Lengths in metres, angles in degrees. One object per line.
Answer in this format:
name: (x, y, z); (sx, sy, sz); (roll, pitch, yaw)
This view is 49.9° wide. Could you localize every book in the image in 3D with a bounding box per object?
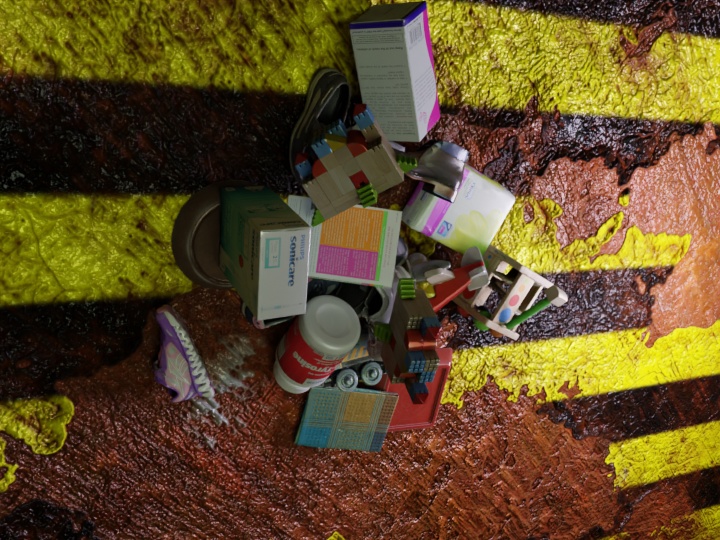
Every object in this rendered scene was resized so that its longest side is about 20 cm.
book: (-0.036, -0.048, 1.338); (0.197, 0.048, 0.135); (9, 84, -5)

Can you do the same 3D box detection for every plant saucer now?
plant saucer: (-0.220, -0.053, 1.318); (0.198, 0.034, 0.203); (-12, 119, -23)
plant saucer: (0.104, 0.266, 1.662); (0.198, 0.037, 0.202); (1, 113, -29)

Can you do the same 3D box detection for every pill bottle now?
pill bottle: (-0.087, 0.141, 1.400); (0.111, 0.113, 0.200); (0, 147, -29)

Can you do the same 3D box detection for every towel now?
towel: (-0.030, 0.304, 1.590); (0.198, 0.022, 0.148); (10, 111, -23)

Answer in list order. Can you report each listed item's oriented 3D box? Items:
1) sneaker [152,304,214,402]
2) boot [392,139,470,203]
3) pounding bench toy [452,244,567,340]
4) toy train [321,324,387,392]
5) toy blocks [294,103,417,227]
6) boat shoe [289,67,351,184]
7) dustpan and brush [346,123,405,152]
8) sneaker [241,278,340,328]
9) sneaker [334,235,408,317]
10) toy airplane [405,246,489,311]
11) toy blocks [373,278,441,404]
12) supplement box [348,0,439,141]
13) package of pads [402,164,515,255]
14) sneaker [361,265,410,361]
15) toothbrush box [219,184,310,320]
sneaker: (-0.323, 0.154, 1.339); (0.088, 0.081, 0.202); (-21, 124, -10)
boot: (0.104, -0.203, 1.358); (0.199, 0.075, 0.098); (26, 91, -30)
pounding bench toy: (0.301, 0.064, 1.564); (0.124, 0.200, 0.157); (25, 100, -42)
toy train: (0.006, 0.165, 1.526); (0.198, 0.085, 0.115); (-13, 97, -20)
toy blocks: (-0.027, -0.177, 1.249); (0.198, 0.100, 0.137); (-26, 120, 17)
boat shoe: (-0.066, -0.233, 1.289); (0.074, 0.073, 0.202); (2, 112, -30)
dustpan and brush: (-0.016, -0.151, 1.381); (0.139, 0.057, 0.202); (17, 98, -42)
sneaker: (-0.112, 0.053, 1.402); (0.198, 0.082, 0.071); (-26, 121, -17)
sneaker: (0.000, 0.000, 1.429); (0.201, 0.075, 0.106); (-52, 149, -8)
toy airplane: (0.147, 0.017, 1.477); (0.198, 0.142, 0.200); (-28, 163, -37)
toy blocks: (0.091, 0.135, 1.340); (0.099, 0.137, 0.202); (0, 126, -18)
supplement box: (0.060, -0.325, 1.277); (0.101, 0.102, 0.202); (-51, 138, -47)
package of pads: (0.191, -0.124, 1.496); (0.199, 0.068, 0.156); (24, 102, -36)
sneaker: (0.031, 0.082, 1.427); (0.081, 0.075, 0.202); (-10, 125, -31)
toothbrush box: (-0.155, -0.034, 1.220); (0.084, 0.200, 0.148); (-7, 118, -26)
